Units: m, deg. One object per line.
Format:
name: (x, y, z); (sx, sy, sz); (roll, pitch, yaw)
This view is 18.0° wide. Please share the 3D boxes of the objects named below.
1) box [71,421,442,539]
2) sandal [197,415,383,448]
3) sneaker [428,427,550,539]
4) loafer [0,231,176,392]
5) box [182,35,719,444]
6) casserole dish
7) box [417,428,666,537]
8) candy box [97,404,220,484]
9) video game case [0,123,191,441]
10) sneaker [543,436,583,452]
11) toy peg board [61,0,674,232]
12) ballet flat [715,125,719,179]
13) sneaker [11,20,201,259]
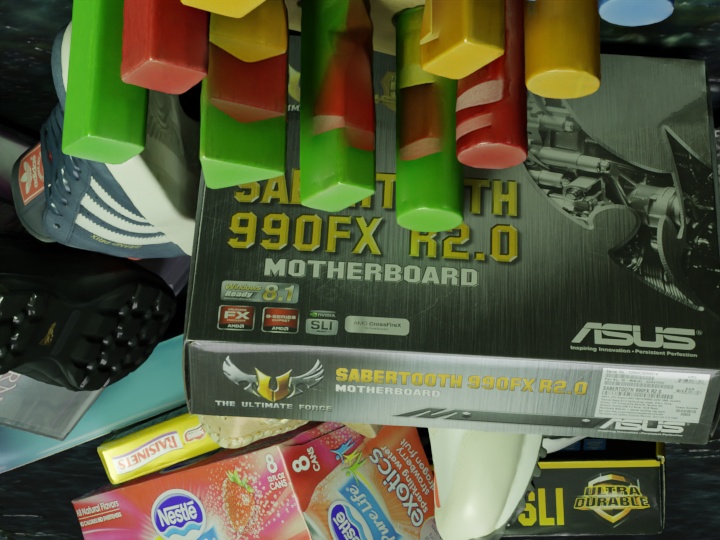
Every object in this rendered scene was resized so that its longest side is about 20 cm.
box: (-0.054, 0.139, 1.208); (0.095, 0.100, 0.199); (-20, -179, -41)
sandal: (-0.038, 0.051, 0.990); (0.077, 0.070, 0.212); (31, 170, 22)
sneaker: (0.027, 0.018, 0.938); (0.093, 0.201, 0.070); (12, 155, -14)
loafer: (-0.150, 0.012, 1.010); (0.070, 0.068, 0.200); (37, -167, 23)
box: (0.037, -0.015, 0.873); (0.198, 0.159, 0.049); (4, 141, 0)
casserole dish: (-0.149, 0.070, 1.230); (0.199, 0.039, 0.121); (-19, -179, -19)
box: (0.076, 0.102, 1.310); (0.198, 0.050, 0.160); (-2, -162, 8)
candy box: (-0.083, 0.080, 1.261); (0.101, 0.027, 0.200); (-23, -179, 2)
video game case: (-0.171, 0.004, 1.051); (0.199, 0.019, 0.143); (22, 112, -48)
sneaker: (0.154, 0.024, 1.098); (0.199, 0.073, 0.112); (-21, 163, -43)
toy peg board: (0.005, -0.091, 0.759); (0.199, 0.099, 0.199); (11, 160, -29)
ballet flat: (0.173, -0.033, 0.987); (0.071, 0.072, 0.200); (2, 163, -4)
sneaker: (-0.111, -0.046, 0.938); (0.084, 0.076, 0.200); (-5, 161, 8)
